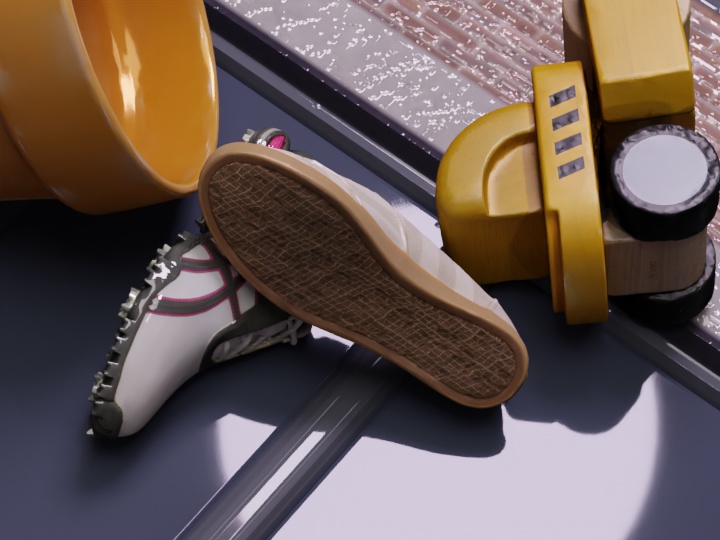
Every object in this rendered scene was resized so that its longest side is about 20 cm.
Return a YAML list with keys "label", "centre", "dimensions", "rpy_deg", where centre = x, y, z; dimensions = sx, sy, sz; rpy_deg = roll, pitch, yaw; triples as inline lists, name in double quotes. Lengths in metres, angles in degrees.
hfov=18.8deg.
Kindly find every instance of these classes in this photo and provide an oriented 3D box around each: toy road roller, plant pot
- label: "toy road roller"
  centre: [0.112, -0.067, 1.171]
  dimensions: [0.146, 0.123, 0.200]
  rpy_deg: [-6, 59, 4]
- label: "plant pot"
  centre: [-0.195, -0.115, 1.127]
  dimensions: [0.183, 0.200, 0.200]
  rpy_deg: [-13, 57, 16]

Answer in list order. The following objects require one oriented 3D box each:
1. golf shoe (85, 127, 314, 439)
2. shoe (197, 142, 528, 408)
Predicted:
- label: "golf shoe"
  centre: [-0.068, 0.015, 1.128]
  dimensions: [0.088, 0.077, 0.200]
  rpy_deg: [33, 62, 3]
- label: "shoe"
  centre: [0.000, 0.000, 1.116]
  dimensions: [0.200, 0.070, 0.053]
  rpy_deg: [37, 18, -14]
